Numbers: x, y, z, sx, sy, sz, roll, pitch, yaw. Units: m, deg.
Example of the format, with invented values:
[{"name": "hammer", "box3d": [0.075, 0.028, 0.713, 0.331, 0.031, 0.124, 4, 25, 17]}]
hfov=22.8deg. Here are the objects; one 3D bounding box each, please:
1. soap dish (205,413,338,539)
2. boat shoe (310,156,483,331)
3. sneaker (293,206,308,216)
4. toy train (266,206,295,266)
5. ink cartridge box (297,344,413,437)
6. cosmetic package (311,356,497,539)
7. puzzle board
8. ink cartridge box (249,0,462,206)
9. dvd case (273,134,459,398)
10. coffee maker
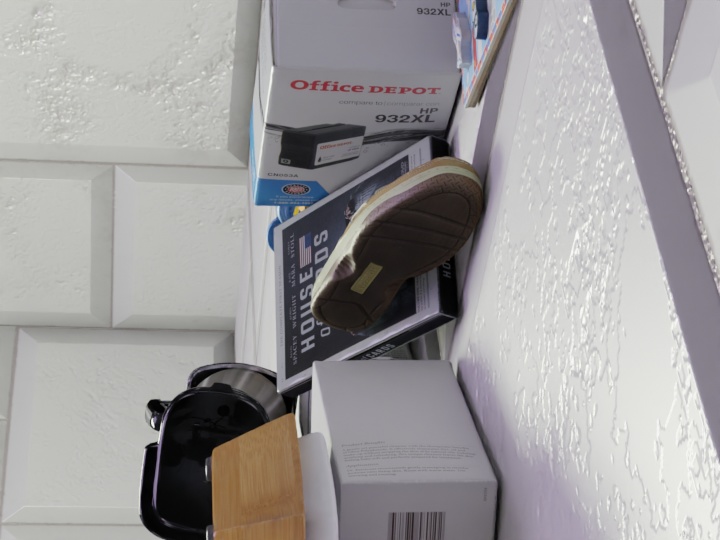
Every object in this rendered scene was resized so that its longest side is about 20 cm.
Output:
[{"name": "soap dish", "box3d": [-0.057, 0.212, 1.137, 0.157, 0.081, 0.200, -105, 16, -72]}, {"name": "boat shoe", "box3d": [0.023, -0.035, 1.294, 0.200, 0.072, 0.076, -41, 30, 46]}, {"name": "sneaker", "box3d": [-0.034, -0.015, 1.521, 0.070, 0.090, 0.200, -14, 39, 46]}, {"name": "toy train", "box3d": [-0.024, -0.069, 1.637, 0.087, 0.114, 0.200, -112, 24, -61]}, {"name": "ink cartridge box", "box3d": [-0.005, 0.114, 1.571, 0.200, 0.085, 0.146, -110, 22, -66]}, {"name": "cosmetic package", "box3d": [0.025, 0.135, 1.235, 0.200, 0.107, 0.085, -105, 16, -70]}, {"name": "puzzle board", "box3d": [0.081, -0.235, 1.237, 0.151, 0.017, 0.200, 107, 162, -65]}, {"name": "ink cartridge box", "box3d": [-0.008, -0.133, 1.400, 0.200, 0.145, 0.084, 104, 165, -60]}, {"name": "dvd case", "box3d": [0.000, 0.000, 1.398, 0.200, 0.025, 0.151, -28, 55, 43]}, {"name": "coffee maker", "box3d": [-0.115, 0.185, 1.577, 0.200, 0.135, 0.192, -51, -55, -84]}]
